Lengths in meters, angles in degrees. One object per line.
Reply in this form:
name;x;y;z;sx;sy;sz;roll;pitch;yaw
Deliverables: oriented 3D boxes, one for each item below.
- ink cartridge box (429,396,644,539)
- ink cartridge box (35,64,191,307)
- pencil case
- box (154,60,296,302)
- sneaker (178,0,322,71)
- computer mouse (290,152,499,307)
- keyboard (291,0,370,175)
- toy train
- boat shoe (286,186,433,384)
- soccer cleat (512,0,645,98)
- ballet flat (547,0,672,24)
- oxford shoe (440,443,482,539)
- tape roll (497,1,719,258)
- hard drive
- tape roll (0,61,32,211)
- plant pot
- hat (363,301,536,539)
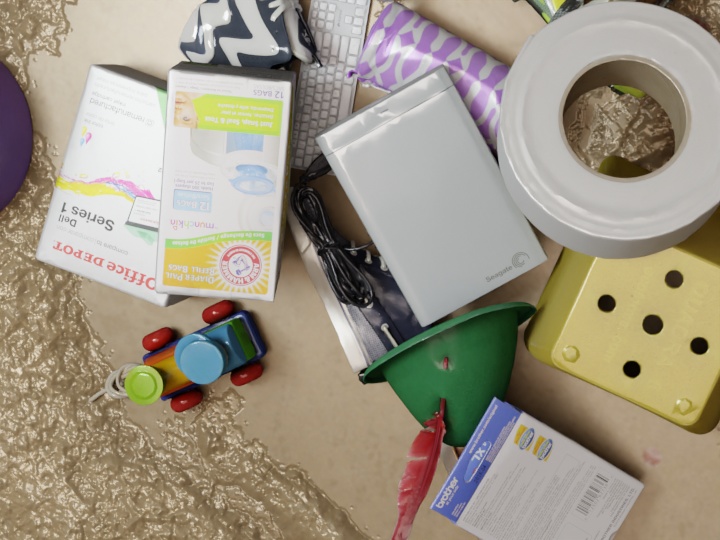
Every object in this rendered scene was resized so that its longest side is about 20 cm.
ink cartridge box;0.157;0.202;1.443;0.200;0.042;0.120;32;89;-31
ink cartridge box;-0.211;-0.082;1.527;0.144;0.084;0.201;20;101;9
pencil case;0.087;-0.167;1.447;0.200;0.084;0.086;30;88;7
box;-0.120;-0.081;1.421;0.112;0.101;0.201;6;102;-1
sneaker;-0.072;-0.251;1.470;0.129;0.079;0.199;36;104;10
computer mouse;0.032;-0.070;1.474;0.200;0.046;0.141;-34;93;-7
keyboard;-0.029;-0.193;1.509;0.056;0.011;0.201;12;101;11
toy train;-0.199;0.105;1.535;0.200;0.116;0.085;-24;92;15
boat shoe;0.000;0.000;1.507;0.093;0.075;0.200;-24;93;0
soccer cleat;0.198;-0.241;1.424;0.084;0.065;0.200;-44;87;9
ballet flat;0.223;-0.231;1.370;0.072;0.072;0.200;42;72;4
oxford shoe;0.139;0.224;1.501;0.071;0.071;0.200;-24;91;10
tape roll;0.210;-0.114;1.282;0.202;0.071;0.203;-1;78;4
hard drive;0.065;-0.066;1.421;0.132;0.027;0.200;-28;103;7
tape roll;-0.435;-0.134;1.572;0.199;0.085;0.201;2;99;12
plant pot;0.260;0.032;1.390;0.200;0.176;0.200;25;102;9
hat;0.103;0.147;1.430;0.200;0.165;0.177;-38;68;49
